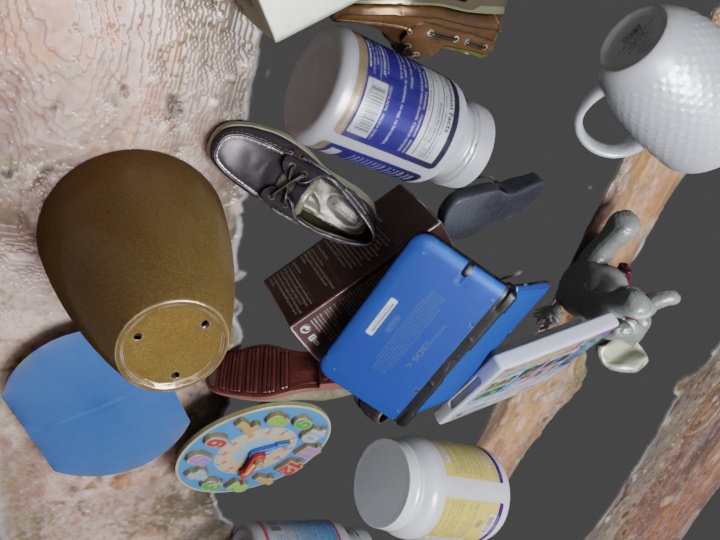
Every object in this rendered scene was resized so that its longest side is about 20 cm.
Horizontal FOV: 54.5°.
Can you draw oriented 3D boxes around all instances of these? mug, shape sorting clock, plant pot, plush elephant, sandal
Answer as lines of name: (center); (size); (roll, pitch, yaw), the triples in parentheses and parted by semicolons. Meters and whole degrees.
mug: (0.349, -0.208, 0.831); (0.175, 0.148, 0.200); (30, 134, -30)
shape sorting clock: (-0.131, 0.227, 0.879); (0.200, 0.039, 0.200); (-18, 146, -13)
plant pot: (-0.189, 0.013, 0.644); (0.186, 0.200, 0.186); (-14, 126, -20)
plush elephant: (0.367, 0.048, 0.986); (0.155, 0.165, 0.200); (20, 139, -21)
sandal: (0.148, -0.084, 0.832); (0.200, 0.043, 0.076); (-16, 147, -49)

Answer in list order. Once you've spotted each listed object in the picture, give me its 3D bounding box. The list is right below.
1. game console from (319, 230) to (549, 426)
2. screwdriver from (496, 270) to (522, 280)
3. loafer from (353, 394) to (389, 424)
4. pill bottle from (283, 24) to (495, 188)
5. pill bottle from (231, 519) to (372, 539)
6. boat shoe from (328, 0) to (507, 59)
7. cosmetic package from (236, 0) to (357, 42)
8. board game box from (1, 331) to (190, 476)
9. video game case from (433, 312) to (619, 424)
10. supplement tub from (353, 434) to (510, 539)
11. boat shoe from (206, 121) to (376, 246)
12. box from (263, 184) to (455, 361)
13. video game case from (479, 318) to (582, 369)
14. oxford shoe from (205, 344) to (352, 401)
game console: (0.082, 0.060, 0.761); (0.171, 0.118, 0.200); (34, 113, -5)
screwdriver: (0.102, 0.023, 0.791); (0.200, 0.028, 0.029); (-21, 105, -21)
loafer: (0.092, 0.162, 0.972); (0.200, 0.063, 0.072); (-17, 128, -17)
pill bottle: (0.034, -0.154, 0.705); (0.200, 0.116, 0.116); (15, 112, -34)
pill bottle: (-0.083, 0.420, 1.019); (0.200, 0.109, 0.109); (11, 114, -32)
boat shoe: (0.058, -0.241, 0.689); (0.200, 0.072, 0.068); (-6, 121, -24)
cosmetic package: (-0.017, -0.290, 0.600); (0.200, 0.103, 0.087); (-30, 130, -9)
board game box: (-0.290, 0.141, 0.780); (0.158, 0.039, 0.200); (-21, 123, -8)
video game case: (0.212, 0.128, 0.907); (0.200, 0.024, 0.182); (-14, 154, -28)
supplement tub: (0.105, 0.321, 1.029); (0.200, 0.145, 0.145); (19, 110, -35)
boat shoe: (-0.062, -0.085, 0.717); (0.200, 0.065, 0.072); (31, 103, -25)
box: (0.000, 0.000, 0.798); (0.200, 0.100, 0.075); (-36, 131, -1)
video game case: (0.216, 0.137, 0.990); (0.143, 0.018, 0.200); (-16, 155, -18)
oxford shoe: (-0.082, 0.133, 0.832); (0.200, 0.070, 0.075); (-2, 145, 9)
